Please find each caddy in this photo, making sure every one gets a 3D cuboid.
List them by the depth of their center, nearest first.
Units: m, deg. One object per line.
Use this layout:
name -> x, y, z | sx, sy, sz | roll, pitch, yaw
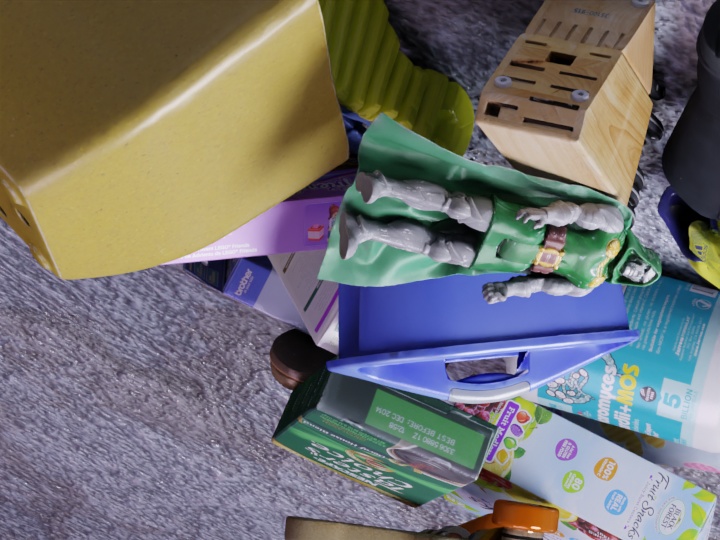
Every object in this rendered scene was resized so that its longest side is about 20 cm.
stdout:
caddy -> 0.075, 0.030, 1.663 | 0.198, 0.106, 0.141 | -5, 176, -13

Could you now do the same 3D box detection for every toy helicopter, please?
toy helicopter -> 0.045, 0.194, 1.896 | 0.198, 0.080, 0.132 | 8, 178, -1

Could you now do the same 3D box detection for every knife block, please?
knife block -> 0.129, -0.070, 1.584 | 0.064, 0.200, 0.177 | 11, 126, 18

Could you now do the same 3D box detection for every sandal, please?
sandal -> -0.010, -0.126, 1.697 | 0.087, 0.080, 0.200 | 7, 152, 37

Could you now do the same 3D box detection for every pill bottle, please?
pill bottle -> 0.177, 0.051, 1.875 | 0.199, 0.111, 0.111 | 15, 156, 13

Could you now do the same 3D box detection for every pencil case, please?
pencil case -> 0.221, 0.100, 1.982 | 0.199, 0.091, 0.084 | 6, 114, 28

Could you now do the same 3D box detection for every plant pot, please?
plant pot -> -0.149, -0.113, 1.593 | 0.194, 0.200, 0.196 | 45, 166, 24

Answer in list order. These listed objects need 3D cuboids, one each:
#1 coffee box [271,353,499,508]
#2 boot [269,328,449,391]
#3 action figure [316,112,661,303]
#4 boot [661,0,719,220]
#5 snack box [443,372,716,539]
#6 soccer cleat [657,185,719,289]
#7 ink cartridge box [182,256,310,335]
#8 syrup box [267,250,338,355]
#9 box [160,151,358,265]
coffee box -> 0.013, 0.112, 1.815 | 0.122, 0.044, 0.200 | 25, 167, -7
boot -> -0.008, 0.086, 1.985 | 0.074, 0.076, 0.199 | 43, -159, 27
action figure -> 0.087, -0.020, 1.558 | 0.199, 0.055, 0.119 | 9, 128, -19
boot -> 0.278, -0.070, 1.567 | 0.199, 0.077, 0.168 | 23, 154, 12
snack box -> 0.157, 0.166, 1.953 | 0.199, 0.068, 0.169 | 28, 166, 12
soccer cleat -> 0.244, 0.001, 1.662 | 0.083, 0.065, 0.200 | 21, -164, -25
ink cartridge box -> -0.035, 0.010, 1.972 | 0.199, 0.042, 0.119 | 23, -161, -9
syrup box -> 0.000, 0.000, 1.824 | 0.078, 0.082, 0.200 | 25, -167, -20
box -> -0.077, -0.051, 1.739 | 0.198, 0.039, 0.137 | -5, -157, -17
